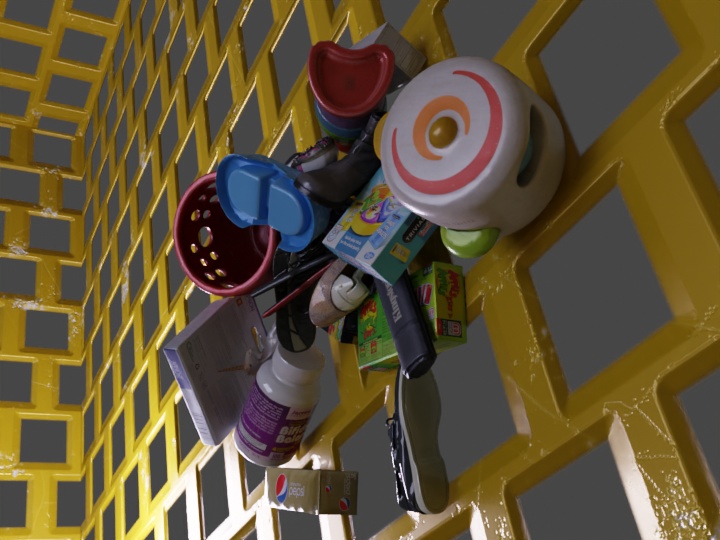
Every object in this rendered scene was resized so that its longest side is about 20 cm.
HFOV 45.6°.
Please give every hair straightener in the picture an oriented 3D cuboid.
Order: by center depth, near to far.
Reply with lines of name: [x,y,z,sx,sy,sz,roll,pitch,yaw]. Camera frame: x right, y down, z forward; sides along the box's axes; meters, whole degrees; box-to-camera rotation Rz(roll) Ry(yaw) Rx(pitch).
hair straightener: [-0.088,-0.011,1.258,0.200,0.041,0.077,-34,92,23]

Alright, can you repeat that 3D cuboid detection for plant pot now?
plant pot: [-0.176,-0.062,1.416,0.199,0.182,0.202,2,94,28]

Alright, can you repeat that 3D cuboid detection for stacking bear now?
stacking bear: [-0.013,-0.236,1.264,0.200,0.121,0.114,86,-171,-76]

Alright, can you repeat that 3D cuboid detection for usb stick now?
usb stick: [0.052,0.047,1.094,0.056,0.032,0.201,-53,38,35]

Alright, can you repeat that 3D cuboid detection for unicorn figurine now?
unicorn figurine: [-0.137,0.101,1.452,0.138,0.074,0.200,-60,-10,30]

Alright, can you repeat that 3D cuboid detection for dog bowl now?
dog bowl: [-0.125,-0.104,1.239,0.199,0.049,0.112,27,124,32]

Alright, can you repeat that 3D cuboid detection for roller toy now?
roller toy: [0.119,-0.137,0.950,0.182,0.139,0.201,-41,58,22]

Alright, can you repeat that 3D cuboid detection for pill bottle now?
pill bottle: [-0.128,0.214,1.403,0.201,0.112,0.112,-67,32,27]

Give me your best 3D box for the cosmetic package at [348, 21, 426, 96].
cosmetic package: [0.010,-0.302,1.306,0.200,0.082,0.051,-11,43,60]

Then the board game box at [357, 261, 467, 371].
board game box: [0.064,0.067,1.152,0.200,0.047,0.102,-30,56,56]

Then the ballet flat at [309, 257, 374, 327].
ballet flat: [0.000,0.000,1.203,0.200,0.068,0.067,-55,27,-2]

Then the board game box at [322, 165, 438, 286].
board game box: [0.053,-0.088,1.120,0.200,0.047,0.151,-53,29,-6]

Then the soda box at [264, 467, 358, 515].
soda box: [-0.079,0.339,1.326,0.200,0.067,0.064,-21,64,59]

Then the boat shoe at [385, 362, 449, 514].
boat shoe: [0.064,0.208,1.089,0.066,0.074,0.201,-24,70,44]

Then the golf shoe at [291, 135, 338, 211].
golf shoe: [-0.061,-0.135,1.281,0.092,0.072,0.200,52,160,1]

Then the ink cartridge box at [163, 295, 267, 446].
ink cartridge box: [-0.228,0.157,1.455,0.040,0.200,0.201,1,119,33]

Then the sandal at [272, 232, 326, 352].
sandal: [-0.094,0.025,1.322,0.057,0.079,0.202,-46,-34,-72]

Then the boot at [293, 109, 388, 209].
boot: [-0.006,-0.160,1.170,0.070,0.200,0.132,38,116,15]

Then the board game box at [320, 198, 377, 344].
board game box: [-0.022,-0.006,1.324,0.165,0.056,0.201,28,107,60]

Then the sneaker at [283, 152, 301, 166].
sneaker: [-0.106,-0.106,1.521,0.083,0.072,0.201,19,100,33]
